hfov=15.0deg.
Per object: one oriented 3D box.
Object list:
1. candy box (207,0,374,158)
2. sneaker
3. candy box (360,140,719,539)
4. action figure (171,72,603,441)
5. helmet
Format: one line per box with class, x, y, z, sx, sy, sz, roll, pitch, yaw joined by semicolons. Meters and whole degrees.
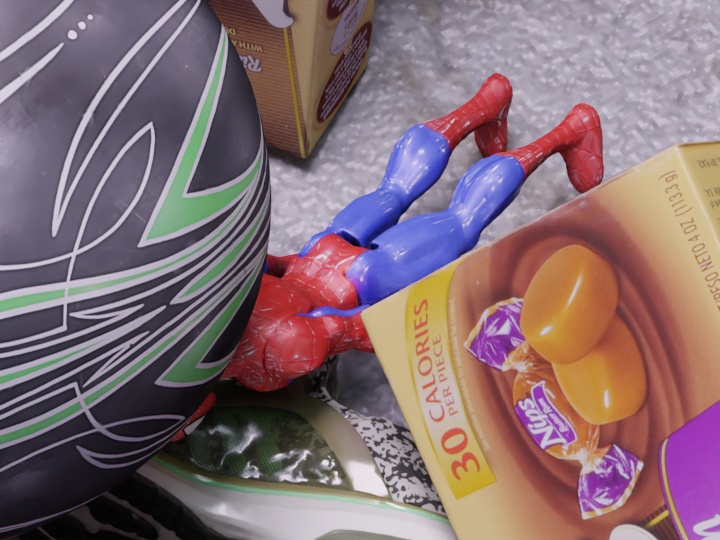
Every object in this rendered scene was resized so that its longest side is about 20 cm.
candy box;-0.051;-0.139;0.898;0.115;0.201;0.055;23;52;13
sneaker;-0.038;0.060;0.872;0.199;0.077;0.089;21;49;6
candy box;0.094;0.077;0.795;0.116;0.056;0.201;-27;81;27
action figure;0.000;0.000;0.875;0.065;0.052;0.200;27;41;31
helmet;-0.122;-0.016;0.756;0.199;0.201;0.191;-19;32;-11
